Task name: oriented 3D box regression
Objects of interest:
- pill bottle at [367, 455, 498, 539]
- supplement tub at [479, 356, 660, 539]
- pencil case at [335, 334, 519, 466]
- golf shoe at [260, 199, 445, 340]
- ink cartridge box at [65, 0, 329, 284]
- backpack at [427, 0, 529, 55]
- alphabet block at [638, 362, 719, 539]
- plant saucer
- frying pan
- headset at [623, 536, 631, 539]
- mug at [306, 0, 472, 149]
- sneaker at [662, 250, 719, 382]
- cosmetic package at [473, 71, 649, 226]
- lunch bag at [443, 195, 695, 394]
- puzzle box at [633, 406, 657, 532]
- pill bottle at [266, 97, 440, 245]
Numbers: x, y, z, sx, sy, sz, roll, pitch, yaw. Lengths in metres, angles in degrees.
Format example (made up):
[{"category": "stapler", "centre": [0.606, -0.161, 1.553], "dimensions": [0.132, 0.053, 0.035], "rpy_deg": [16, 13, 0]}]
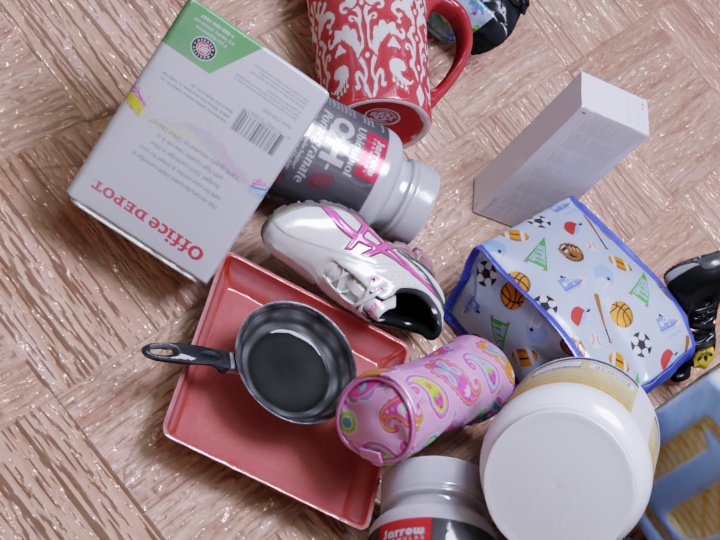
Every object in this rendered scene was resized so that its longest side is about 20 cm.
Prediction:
[{"category": "pill bottle", "centre": [0.058, 0.264, 1.239], "dimensions": [0.113, 0.114, 0.202], "rpy_deg": [19, 53, -21]}, {"category": "supplement tub", "centre": [0.179, 0.159, 1.271], "dimensions": [0.145, 0.144, 0.200], "rpy_deg": [50, 15, 5]}, {"category": "pencil case", "centre": [0.061, 0.113, 1.313], "dimensions": [0.088, 0.087, 0.199], "rpy_deg": [58, 30, 12]}, {"category": "golf shoe", "centre": [0.000, 0.000, 1.367], "dimensions": [0.199, 0.073, 0.092], "rpy_deg": [23, 28, -30]}, {"category": "ink cartridge box", "centre": [-0.140, -0.112, 1.296], "dimensions": [0.145, 0.201, 0.088], "rpy_deg": [33, 5, -9]}, {"category": "backpack", "centre": [0.085, -0.350, 1.641], "dimensions": [0.200, 0.153, 0.164], "rpy_deg": [47, 46, -27]}, {"category": "alphabet block", "centre": [0.381, 0.179, 1.414], "dimensions": [0.199, 0.195, 0.197], "rpy_deg": [-27, 79, -39]}, {"category": "plant saucer", "centre": [-0.065, 0.109, 1.312], "dimensions": [0.198, 0.037, 0.201], "rpy_deg": [28, 50, -15]}, {"category": "frying pan", "centre": [-0.086, 0.091, 1.265], "dimensions": [0.189, 0.031, 0.116], "rpy_deg": [-19, 73, -35]}, {"category": "headset", "centre": [0.210, 0.306, 1.355], "dimensions": [0.123, 0.094, 0.201], "rpy_deg": [-7, 51, -31]}, {"category": "mug", "centre": [0.031, -0.232, 1.516], "dimensions": [0.176, 0.134, 0.202], "rpy_deg": [-4, 64, 0]}, {"category": "sneaker", "centre": [0.340, 0.049, 1.505], "dimensions": [0.069, 0.200, 0.091], "rpy_deg": [-15, 71, -12]}, {"category": "cosmetic package", "centre": [0.199, -0.115, 1.511], "dimensions": [0.082, 0.200, 0.051], "rpy_deg": [18, 54, -22]}, {"category": "lunch bag", "centre": [0.208, 0.051, 1.456], "dimensions": [0.200, 0.124, 0.169], "rpy_deg": [43, 47, 21]}, {"category": "puzzle box", "centre": [0.291, 0.197, 1.490], "dimensions": [0.198, 0.025, 0.134], "rpy_deg": [16, 54, -23]}, {"category": "pill bottle", "centre": [-0.029, -0.101, 1.417], "dimensions": [0.199, 0.111, 0.111], "rpy_deg": [26, 51, -16]}]
